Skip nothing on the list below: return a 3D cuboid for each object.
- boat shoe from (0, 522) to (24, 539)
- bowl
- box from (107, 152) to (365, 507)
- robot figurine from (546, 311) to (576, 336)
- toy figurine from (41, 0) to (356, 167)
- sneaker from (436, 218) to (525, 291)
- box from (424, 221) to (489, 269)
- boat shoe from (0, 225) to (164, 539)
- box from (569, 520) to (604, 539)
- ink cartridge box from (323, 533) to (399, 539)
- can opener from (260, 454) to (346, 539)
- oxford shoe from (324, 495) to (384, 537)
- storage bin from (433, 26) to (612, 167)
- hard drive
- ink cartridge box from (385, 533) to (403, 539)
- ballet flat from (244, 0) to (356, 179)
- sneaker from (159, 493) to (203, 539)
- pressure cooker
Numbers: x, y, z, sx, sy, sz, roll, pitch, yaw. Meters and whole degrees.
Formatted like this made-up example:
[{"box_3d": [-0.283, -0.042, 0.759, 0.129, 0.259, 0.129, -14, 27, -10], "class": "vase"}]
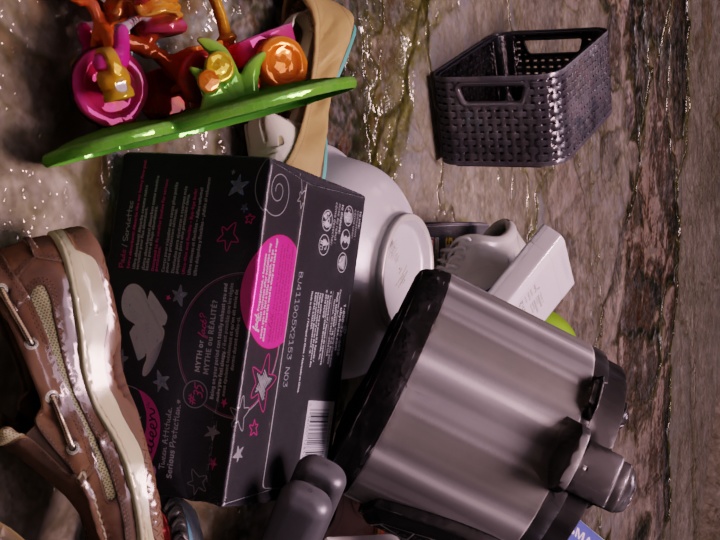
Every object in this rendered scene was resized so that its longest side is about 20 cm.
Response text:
[{"box_3d": [-0.192, 0.183, 0.575, 0.074, 0.063, 0.201, -64, 150, -28], "class": "boat shoe"}, {"box_3d": [0.000, 0.000, 0.870, 0.201, 0.090, 0.203, -15, 107, -62], "class": "bowl"}, {"box_3d": [-0.084, 0.036, 0.688, 0.132, 0.114, 0.202, 15, 83, -63], "class": "box"}, {"box_3d": [0.177, 0.124, 1.193, 0.201, 0.115, 0.176, -67, 148, -33], "class": "robot figurine"}, {"box_3d": [-0.116, -0.172, 0.628, 0.199, 0.150, 0.185, -20, 99, -34], "class": "toy figurine"}, {"box_3d": [0.093, 0.008, 0.986, 0.200, 0.073, 0.071, -31, 92, -53], "class": "sneaker"}, {"box_3d": [0.073, 0.053, 1.059, 0.158, 0.048, 0.202, -4, 98, -61], "class": "box"}, {"box_3d": [-0.163, 0.082, 0.583, 0.074, 0.075, 0.204, -14, 92, -27], "class": "boat shoe"}, {"box_3d": [0.131, 0.252, 0.846, 0.122, 0.048, 0.200, 40, 44, -7], "class": "box"}, {"box_3d": [-0.018, 0.255, 0.779, 0.200, 0.068, 0.116, -47, 153, 11], "class": "ink cartridge box"}, {"box_3d": [-0.041, 0.207, 0.671, 0.201, 0.067, 0.053, -68, 172, 30], "class": "can opener"}, {"box_3d": [-0.016, 0.238, 0.917, 0.071, 0.072, 0.202, -129, -133, -70], "class": "oxford shoe"}, {"box_3d": [0.173, -0.183, 1.121, 0.200, 0.134, 0.094, -41, 128, -53], "class": "storage bin"}, {"box_3d": [0.111, 0.064, 0.937, 0.200, 0.027, 0.132, -51, 157, -5], "class": "hard drive"}, {"box_3d": [0.060, 0.286, 0.914, 0.145, 0.084, 0.201, 117, -15, -47], "class": "ink cartridge box"}, {"box_3d": [-0.055, -0.116, 0.794, 0.063, 0.068, 0.201, 28, 63, -35], "class": "ballet flat"}, {"box_3d": [-0.127, 0.227, 0.695, 0.095, 0.079, 0.202, -35, 133, -68], "class": "sneaker"}, {"box_3d": [0.094, 0.112, 0.751, 0.179, 0.199, 0.176, -63, -179, 35], "class": "pressure cooker"}]
